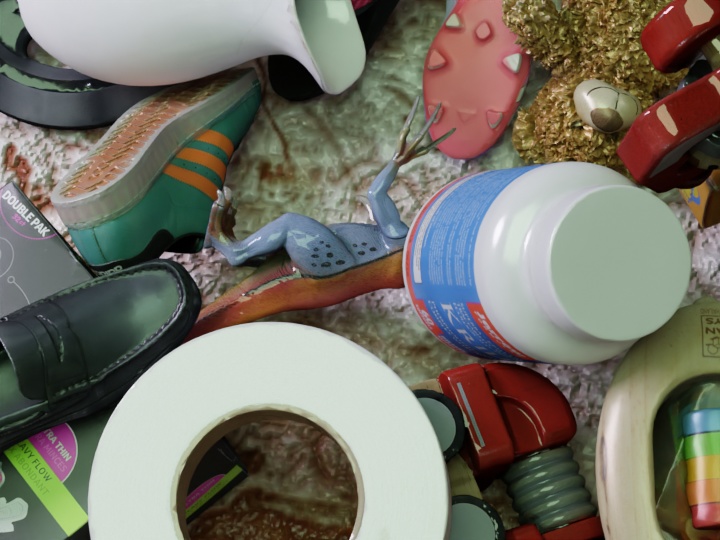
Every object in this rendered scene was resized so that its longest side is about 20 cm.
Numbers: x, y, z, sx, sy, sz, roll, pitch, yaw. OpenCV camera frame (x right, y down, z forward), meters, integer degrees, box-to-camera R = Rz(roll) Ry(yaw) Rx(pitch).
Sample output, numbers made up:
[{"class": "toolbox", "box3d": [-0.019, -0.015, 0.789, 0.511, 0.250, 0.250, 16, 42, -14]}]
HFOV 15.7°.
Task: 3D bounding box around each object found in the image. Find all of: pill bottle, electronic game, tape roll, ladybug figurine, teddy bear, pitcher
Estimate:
[{"class": "pill bottle", "box3d": [0.104, -0.004, 1.446, 0.112, 0.200, 0.112, 0, 89, -17]}, {"class": "electronic game", "box3d": [-0.182, -0.187, 1.682, 0.200, 0.042, 0.200, 0, 77, 2]}, {"class": "tape roll", "box3d": [-0.048, 0.129, 1.437, 0.203, 0.037, 0.203, -1, 78, 4]}, {"class": "ladybug figurine", "box3d": [0.193, 0.114, 1.423, 0.136, 0.072, 0.200, 3, 72, -2]}, {"class": "teddy bear", "box3d": [0.157, -0.152, 1.586, 0.145, 0.067, 0.200, 38, 72, -27]}, {"class": "pitcher", "box3d": [-0.100, -0.195, 1.574, 0.200, 0.121, 0.172, 5, 96, 23]}]

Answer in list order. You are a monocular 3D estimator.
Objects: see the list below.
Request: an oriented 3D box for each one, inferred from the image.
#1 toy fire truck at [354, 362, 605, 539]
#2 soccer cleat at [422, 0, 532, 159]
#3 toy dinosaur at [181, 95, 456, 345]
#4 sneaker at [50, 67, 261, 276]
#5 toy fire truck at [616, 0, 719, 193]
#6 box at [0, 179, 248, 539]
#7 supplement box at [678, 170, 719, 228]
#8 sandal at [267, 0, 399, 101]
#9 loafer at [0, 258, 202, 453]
[{"class": "toy fire truck", "box3d": [0.120, 0.129, 1.503, 0.200, 0.129, 0.176, -16, 74, -18]}, {"class": "soccer cleat", "box3d": [0.079, -0.167, 1.629, 0.067, 0.076, 0.200, 4, 88, 11]}, {"class": "toy dinosaur", "box3d": [0.000, 0.000, 1.560, 0.181, 0.105, 0.200, 18, 72, 4]}, {"class": "sneaker", "box3d": [-0.115, -0.055, 1.592, 0.071, 0.080, 0.200, -5, 27, 34]}, {"class": "toy fire truck", "box3d": [0.228, -0.097, 1.427, 0.200, 0.168, 0.112, -30, 77, -14]}, {"class": "box", "box3d": [-0.190, 0.079, 1.552, 0.149, 0.124, 0.200, -40, 69, -4]}, {"class": "supplement box", "box3d": [0.276, -0.101, 1.555, 0.200, 0.069, 0.067, -23, 70, -11]}, {"class": "sandal", "box3d": [-0.001, -0.189, 1.613, 0.200, 0.045, 0.075, -48, 56, 24]}, {"class": "loafer", "box3d": [-0.180, 0.054, 1.455, 0.200, 0.070, 0.068, -30, 70, -3]}]
